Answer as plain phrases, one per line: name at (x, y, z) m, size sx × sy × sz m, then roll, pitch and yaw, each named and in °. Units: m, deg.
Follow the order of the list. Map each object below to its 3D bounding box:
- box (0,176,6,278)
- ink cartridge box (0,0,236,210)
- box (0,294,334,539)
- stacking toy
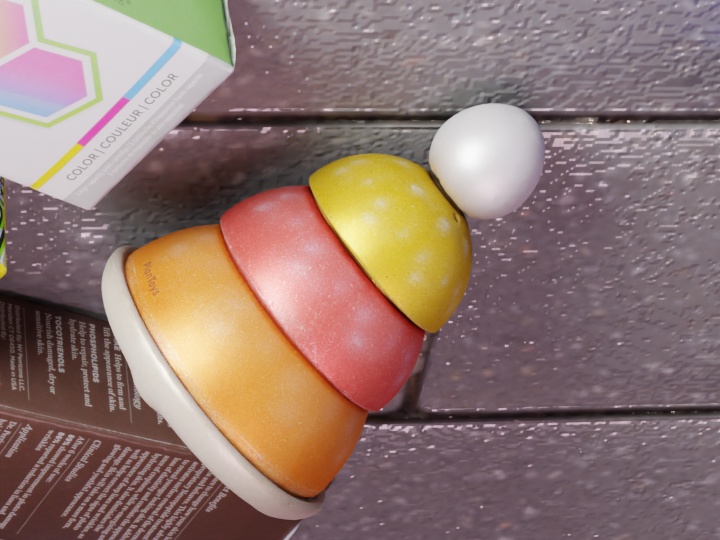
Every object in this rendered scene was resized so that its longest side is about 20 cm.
box at (-0.239, 0.014, 1.143) m, size 0.064 × 0.070 × 0.200 m, roll 29°, pitch 128°, yaw -35°
ink cartridge box at (-0.159, -0.104, 1.019) m, size 0.199 × 0.059 × 0.104 m, roll 23°, pitch 132°, yaw -34°
box at (-0.123, 0.080, 1.248) m, size 0.199 × 0.075 × 0.100 m, roll 17°, pitch 135°, yaw -26°
stacking toy at (0.000, 0.000, 1.147) m, size 0.200 × 0.146 × 0.146 m, roll -37°, pitch 135°, yaw 10°
